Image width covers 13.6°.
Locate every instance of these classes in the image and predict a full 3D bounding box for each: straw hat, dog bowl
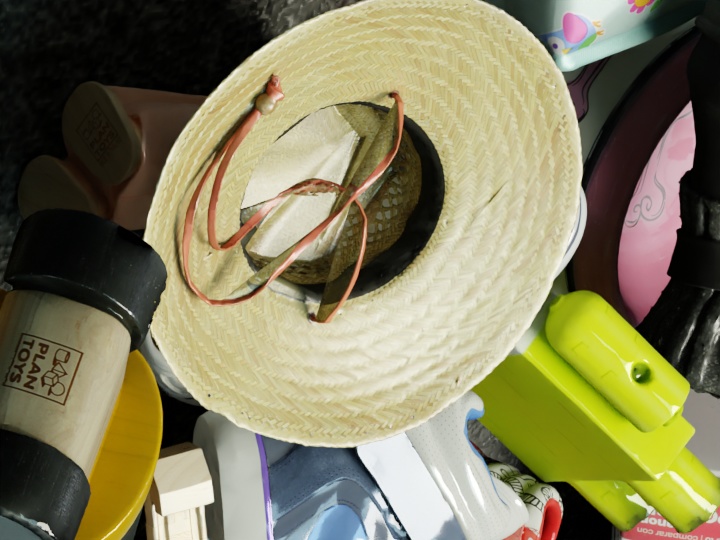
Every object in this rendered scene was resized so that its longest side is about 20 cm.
[{"bbox_3d":[-0.018,-0.034,1.179,0.200,0.085,0.202,-16,120,-29],"label":"straw hat"},{"bbox_3d":[0.152,-0.051,1.457,0.200,0.074,0.201,-27,134,-32],"label":"dog bowl"}]

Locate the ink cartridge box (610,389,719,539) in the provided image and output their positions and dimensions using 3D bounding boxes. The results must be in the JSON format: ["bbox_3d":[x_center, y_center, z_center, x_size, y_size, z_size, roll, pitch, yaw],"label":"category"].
[{"bbox_3d":[0.171,0.139,1.554,0.147,0.083,0.201,-78,172,-55],"label":"ink cartridge box"}]

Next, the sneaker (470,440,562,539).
[{"bbox_3d":[0.016,0.124,1.368,0.201,0.108,0.067,-22,133,-56],"label":"sneaker"}]

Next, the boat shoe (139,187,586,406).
[{"bbox_3d":[0.000,0.000,1.257,0.199,0.071,0.070,-18,167,1],"label":"boat shoe"}]

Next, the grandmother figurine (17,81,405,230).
[{"bbox_3d":[-0.044,-0.052,1.255,0.200,0.061,0.121,-5,148,-50],"label":"grandmother figurine"}]

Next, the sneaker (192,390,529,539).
[{"bbox_3d":[0.008,0.142,1.286,0.146,0.081,0.201,-7,100,-17],"label":"sneaker"}]

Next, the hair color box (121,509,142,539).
[{"bbox_3d":[-0.190,0.139,1.224,0.200,0.061,0.099,-10,125,-44],"label":"hair color box"}]

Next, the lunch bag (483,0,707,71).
[{"bbox_3d":[0.133,-0.202,1.286,0.200,0.122,0.171,-23,131,-29],"label":"lunch bag"}]

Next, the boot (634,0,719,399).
[{"bbox_3d":[0.165,-0.022,1.316,0.158,0.079,0.211,-64,161,-2],"label":"boot"}]

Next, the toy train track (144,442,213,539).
[{"bbox_3d":[-0.061,0.169,1.195,0.114,0.033,0.201,-13,108,-27],"label":"toy train track"}]

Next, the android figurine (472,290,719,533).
[{"bbox_3d":[0.075,0.041,1.360,0.200,0.182,0.041,44,73,-11],"label":"android figurine"}]

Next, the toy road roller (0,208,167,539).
[{"bbox_3d":[-0.171,0.046,1.092,0.146,0.199,0.123,109,-1,-63],"label":"toy road roller"}]
